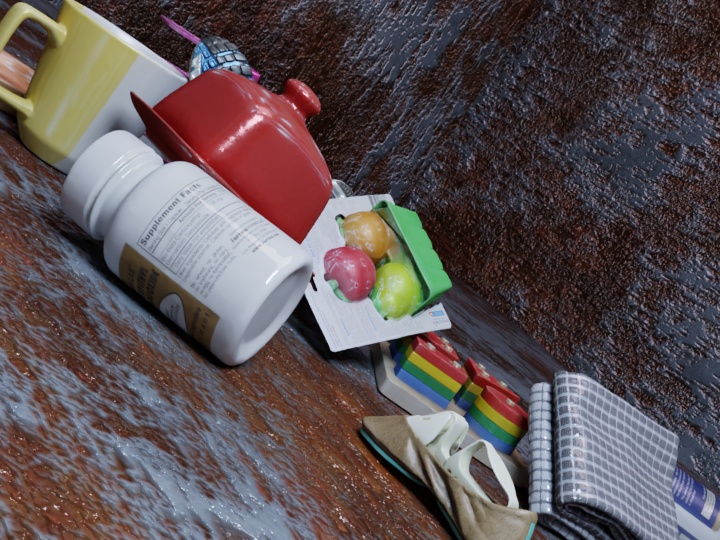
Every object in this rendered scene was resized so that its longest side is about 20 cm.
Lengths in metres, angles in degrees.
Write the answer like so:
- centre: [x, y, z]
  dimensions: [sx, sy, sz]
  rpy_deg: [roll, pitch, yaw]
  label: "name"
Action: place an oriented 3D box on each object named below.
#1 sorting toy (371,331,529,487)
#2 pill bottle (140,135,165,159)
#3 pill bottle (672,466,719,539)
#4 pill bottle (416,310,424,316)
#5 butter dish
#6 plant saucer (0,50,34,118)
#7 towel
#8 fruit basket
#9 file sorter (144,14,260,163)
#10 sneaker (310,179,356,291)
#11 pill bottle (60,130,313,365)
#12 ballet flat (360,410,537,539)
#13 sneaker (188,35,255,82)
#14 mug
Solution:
- centre: [0.116, 0.143, 1.185]
  dimensions: [0.198, 0.070, 0.200]
  rpy_deg: [35, 6, -7]
  label: "sorting toy"
- centre: [-0.261, -0.187, 1.425]
  dimensions: [0.108, 0.109, 0.200]
  rpy_deg: [36, 6, 3]
  label: "pill bottle"
- centre: [0.345, 0.277, 1.228]
  dimensions: [0.199, 0.112, 0.111]
  rpy_deg: [37, 7, 7]
  label: "pill bottle"
- centre: [0.035, 0.018, 1.474]
  dimensions: [0.110, 0.111, 0.200]
  rpy_deg: [34, 7, -9]
  label: "pill bottle"
- centre: [-0.099, -0.123, 0.972]
  dimensions: [0.200, 0.148, 0.199]
  rpy_deg: [46, -3, -40]
  label: "butter dish"
- centre: [-0.430, -0.229, 1.176]
  dimensions: [0.199, 0.038, 0.200]
  rpy_deg: [36, 7, -5]
  label: "plant saucer"
- centre: [0.268, 0.220, 1.073]
  dimensions: [0.199, 0.085, 0.167]
  rpy_deg: [33, 42, -27]
  label: "towel"
- centre: [0.000, 0.000, 1.138]
  dimensions: [0.199, 0.094, 0.187]
  rpy_deg: [-12, 68, -39]
  label: "fruit basket"
- centre: [-0.237, -0.196, 1.229]
  dimensions: [0.125, 0.201, 0.139]
  rpy_deg: [29, 8, -23]
  label: "file sorter"
- centre: [-0.045, -0.023, 1.251]
  dimensions: [0.083, 0.202, 0.080]
  rpy_deg: [23, 43, 32]
  label: "sneaker"
- centre: [-0.147, -0.024, 0.828]
  dimensions: [0.199, 0.115, 0.114]
  rpy_deg: [37, 7, 12]
  label: "pill bottle"
- centre: [0.077, 0.164, 0.828]
  dimensions: [0.068, 0.073, 0.200]
  rpy_deg: [30, 9, -43]
  label: "ballet flat"
- centre: [-0.149, -0.162, 1.119]
  dimensions: [0.087, 0.074, 0.202]
  rpy_deg: [-147, -140, -65]
  label: "sneaker"
- centre: [-0.302, -0.192, 1.058]
  dimensions: [0.186, 0.154, 0.150]
  rpy_deg: [33, 7, -19]
  label: "mug"
